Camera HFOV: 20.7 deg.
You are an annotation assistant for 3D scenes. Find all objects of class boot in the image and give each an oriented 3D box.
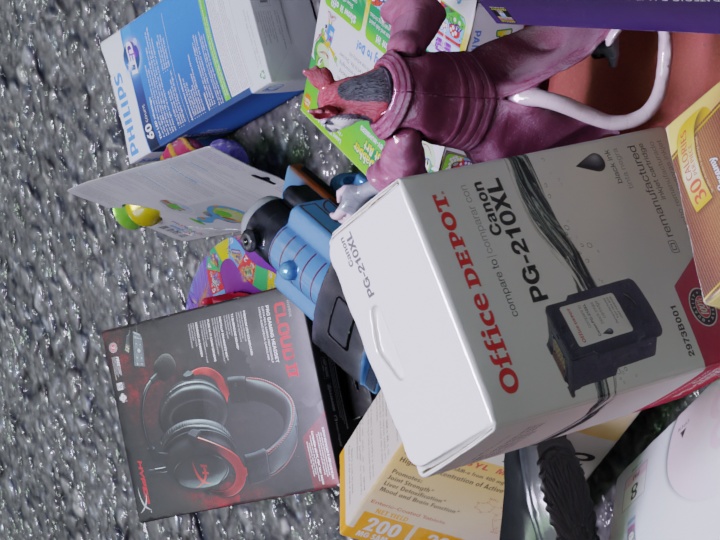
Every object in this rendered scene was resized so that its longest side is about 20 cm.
[{"bbox_3d":[0.047,0.189,1.203,0.199,0.066,0.166,-17,81,29],"label":"boot"}]

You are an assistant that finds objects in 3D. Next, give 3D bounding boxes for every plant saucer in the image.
[{"bbox_3d":[0.162,-0.116,1.182,0.200,0.037,0.201,41,127,36],"label":"plant saucer"}]

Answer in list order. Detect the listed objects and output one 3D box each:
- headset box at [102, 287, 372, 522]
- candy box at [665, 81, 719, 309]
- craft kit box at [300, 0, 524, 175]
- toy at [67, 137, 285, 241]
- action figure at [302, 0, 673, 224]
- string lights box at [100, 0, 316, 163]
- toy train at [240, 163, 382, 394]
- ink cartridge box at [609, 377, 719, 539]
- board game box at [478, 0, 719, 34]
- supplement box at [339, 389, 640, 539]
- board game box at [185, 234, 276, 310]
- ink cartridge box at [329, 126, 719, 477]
[{"bbox_3d":[-0.078,0.094,1.447,0.199,0.075,0.150,-13,87,28],"label":"headset box"},{"bbox_3d":[0.246,-0.073,0.999,0.200,0.056,0.117,-44,43,44],"label":"candy box"},{"bbox_3d":[0.034,-0.155,1.291,0.200,0.048,0.199,48,130,51],"label":"craft kit box"},{"bbox_3d":[-0.122,-0.070,1.496,0.199,0.115,0.047,-15,58,49],"label":"toy"},{"bbox_3d":[0.058,-0.090,1.125,0.149,0.199,0.135,9,100,55],"label":"action figure"},{"bbox_3d":[-0.114,-0.159,1.489,0.200,0.059,0.103,-22,80,50],"label":"string lights box"},{"bbox_3d":[0.000,0.000,1.342,0.200,0.114,0.087,41,127,37],"label":"toy train"},{"bbox_3d":[0.194,0.156,1.104,0.057,0.201,0.163,29,133,-9],"label":"ink cartridge box"},{"bbox_3d":[0.119,-0.185,0.987,0.199,0.165,0.057,8,66,39],"label":"board game box"},{"bbox_3d":[0.080,0.099,1.247,0.074,0.125,0.200,-90,23,-46],"label":"supplement box"},{"bbox_3d":[-0.092,0.073,1.527,0.200,0.039,0.158,53,134,28],"label":"board game box"},{"bbox_3d":[0.102,0.014,1.094,0.084,0.199,0.146,-39,69,53],"label":"ink cartridge box"}]
